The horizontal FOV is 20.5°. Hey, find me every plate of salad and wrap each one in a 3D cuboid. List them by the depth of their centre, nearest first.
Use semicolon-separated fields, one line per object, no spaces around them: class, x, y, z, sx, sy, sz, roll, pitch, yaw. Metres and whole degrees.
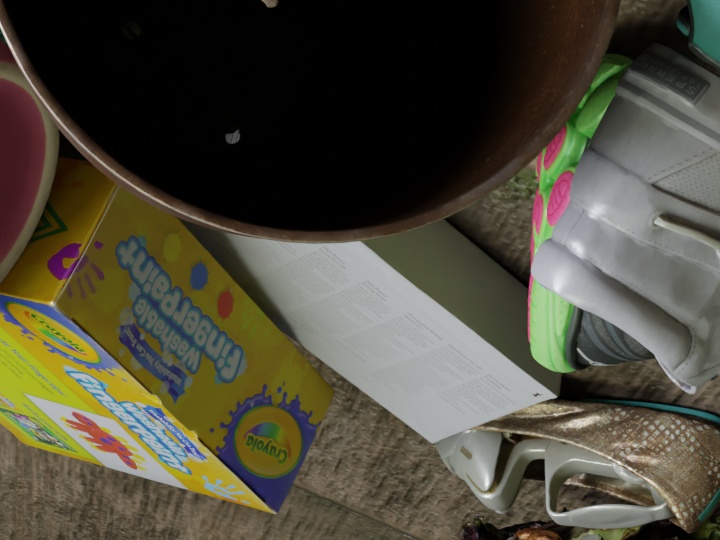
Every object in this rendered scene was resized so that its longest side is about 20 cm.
plate of salad;0.138;0.146;1.037;0.200;0.048;0.200;1;-177;0

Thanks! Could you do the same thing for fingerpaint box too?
fingerpaint box;-0.131;0.022;0.912;0.167;0.073;0.200;11;155;35

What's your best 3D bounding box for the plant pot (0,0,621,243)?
plant pot;-0.034;-0.091;0.654;0.187;0.187;0.200;27;170;-8

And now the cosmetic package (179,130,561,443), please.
cosmetic package;0.000;0.000;0.910;0.083;0.051;0.200;-23;130;41

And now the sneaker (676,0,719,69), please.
sneaker;0.152;-0.079;0.620;0.080;0.071;0.200;1;143;51

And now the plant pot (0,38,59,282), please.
plant pot;-0.226;-0.062;0.777;0.179;0.200;0.200;30;159;23

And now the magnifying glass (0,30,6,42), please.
magnifying glass;-0.125;-0.094;0.881;0.080;0.022;0.200;1;148;40

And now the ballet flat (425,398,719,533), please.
ballet flat;0.094;0.094;1.013;0.200;0.065;0.071;5;150;36

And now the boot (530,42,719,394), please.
boot;0.138;0.000;0.700;0.200;0.096;0.074;26;-171;-40

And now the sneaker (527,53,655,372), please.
sneaker;0.110;-0.022;0.780;0.084;0.077;0.200;2;156;4
